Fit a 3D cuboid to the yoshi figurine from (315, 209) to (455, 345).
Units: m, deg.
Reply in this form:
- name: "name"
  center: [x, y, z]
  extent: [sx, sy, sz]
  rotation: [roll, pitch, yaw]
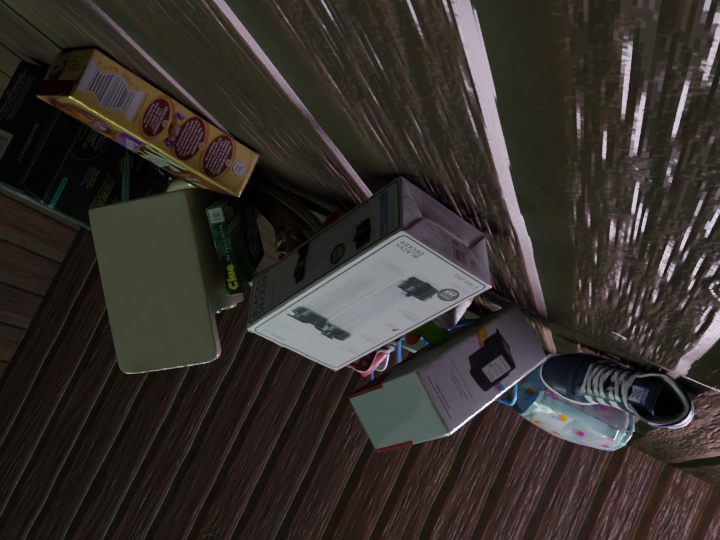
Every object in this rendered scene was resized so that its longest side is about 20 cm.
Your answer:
- name: "yoshi figurine"
  center: [0.049, 0.000, 0.929]
  extent: [0.112, 0.113, 0.200]
  rotation: [-29, 120, 32]

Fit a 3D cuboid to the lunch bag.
- name: "lunch bag"
  center: [0.348, 0.221, 1.313]
  extent: [0.170, 0.122, 0.200]
  rotation: [27, 180, 0]

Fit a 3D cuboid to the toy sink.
- name: "toy sink"
  center: [-0.225, 0.009, 0.954]
  extent: [0.130, 0.201, 0.112]
  rotation: [-10, -176, 14]

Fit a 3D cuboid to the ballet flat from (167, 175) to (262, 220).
- name: "ballet flat"
  center: [-0.234, -0.126, 1.168]
  extent: [0.199, 0.046, 0.067]
  rotation: [20, 152, 0]

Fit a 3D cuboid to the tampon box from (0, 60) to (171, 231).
- name: "tampon box"
  center: [-0.350, -0.139, 0.991]
  extent: [0.126, 0.150, 0.200]
  rotation: [23, 173, 19]

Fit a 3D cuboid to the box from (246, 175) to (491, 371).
- name: "box"
  center: [0.003, 0.011, 0.709]
  extent: [0.116, 0.060, 0.200]
  rotation: [29, 134, -33]

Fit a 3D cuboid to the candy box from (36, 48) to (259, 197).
- name: "candy box"
  center: [-0.216, -0.148, 0.812]
  extent: [0.200, 0.057, 0.117]
  rotation: [29, 173, -37]

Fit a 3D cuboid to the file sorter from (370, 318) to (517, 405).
- name: "file sorter"
  center: [0.122, 0.140, 1.188]
  extent: [0.199, 0.123, 0.139]
  rotation: [0, -179, -17]

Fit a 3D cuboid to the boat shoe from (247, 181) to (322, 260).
- name: "boat shoe"
  center: [-0.078, -0.030, 1.002]
  extent: [0.200, 0.072, 0.072]
  rotation: [43, 168, 2]

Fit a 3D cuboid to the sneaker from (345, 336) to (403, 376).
- name: "sneaker"
  center: [0.048, 0.077, 1.043]
  extent: [0.199, 0.113, 0.071]
  rotation: [-11, 170, 23]

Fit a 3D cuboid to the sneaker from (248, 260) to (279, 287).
- name: "sneaker"
  center: [-0.059, 0.031, 0.880]
  extent: [0.200, 0.078, 0.090]
  rotation: [6, 124, 61]

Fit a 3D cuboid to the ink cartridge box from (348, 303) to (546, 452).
- name: "ink cartridge box"
  center: [0.108, 0.131, 0.969]
  extent: [0.146, 0.200, 0.083]
  rotation: [-31, 87, 51]

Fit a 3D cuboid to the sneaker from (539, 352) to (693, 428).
- name: "sneaker"
  center: [0.325, 0.149, 1.008]
  extent: [0.199, 0.070, 0.108]
  rotation: [16, 176, 20]

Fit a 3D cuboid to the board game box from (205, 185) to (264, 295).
- name: "board game box"
  center: [-0.150, -0.045, 0.967]
  extent: [0.023, 0.105, 0.200]
  rotation: [-9, -167, 2]

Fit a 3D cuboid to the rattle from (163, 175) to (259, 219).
- name: "rattle"
  center: [-0.248, -0.057, 1.109]
  extent: [0.199, 0.143, 0.130]
  rotation: [-4, 162, 28]

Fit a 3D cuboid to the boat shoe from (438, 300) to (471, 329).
- name: "boat shoe"
  center: [0.083, 0.045, 1.137]
  extent: [0.071, 0.070, 0.200]
  rotation: [28, 173, -22]

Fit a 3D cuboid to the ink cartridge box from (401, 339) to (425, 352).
- name: "ink cartridge box"
  center: [0.200, 0.168, 1.633]
  extent: [0.199, 0.084, 0.145]
  rotation: [27, 174, -12]
